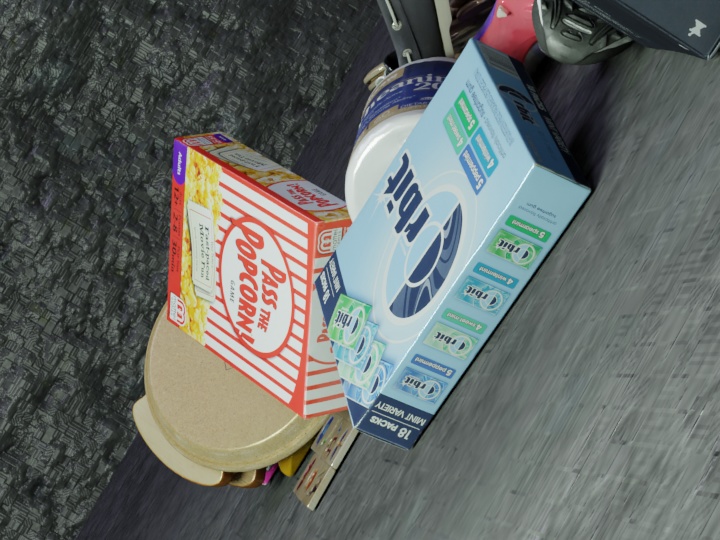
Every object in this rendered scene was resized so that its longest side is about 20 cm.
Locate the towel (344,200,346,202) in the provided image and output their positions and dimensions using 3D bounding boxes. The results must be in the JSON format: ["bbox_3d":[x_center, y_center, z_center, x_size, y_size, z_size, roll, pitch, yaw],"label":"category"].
[{"bbox_3d":[0.028,-0.079,1.749,0.145,0.024,0.200,-41,6,-4],"label":"towel"}]

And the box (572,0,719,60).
[{"bbox_3d":[0.119,-0.212,1.085,0.104,0.200,0.182,-58,7,7],"label":"box"}]

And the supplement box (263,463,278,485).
[{"bbox_3d":[-0.072,0.065,1.692,0.200,0.103,0.101,-57,7,6],"label":"supplement box"}]

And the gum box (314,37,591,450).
[{"bbox_3d":[0.049,-0.019,1.220,0.200,0.045,0.170,-57,25,23],"label":"gum box"}]

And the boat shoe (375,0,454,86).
[{"bbox_3d":[0.040,-0.161,1.514,0.073,0.063,0.200,-101,2,-58],"label":"boat shoe"}]

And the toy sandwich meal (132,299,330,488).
[{"bbox_3d":[-0.086,0.080,1.588,0.205,0.205,0.070,-60,-31,-3],"label":"toy sandwich meal"}]

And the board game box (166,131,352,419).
[{"bbox_3d":[-0.072,-0.001,1.465,0.200,0.046,0.152,30,123,49],"label":"board game box"}]

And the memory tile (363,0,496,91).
[{"bbox_3d":[0.095,-0.207,1.621,0.153,0.017,0.200,-28,-3,-33],"label":"memory tile"}]

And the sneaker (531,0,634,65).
[{"bbox_3d":[0.145,-0.161,1.272,0.200,0.074,0.079,-59,-6,-65],"label":"sneaker"}]

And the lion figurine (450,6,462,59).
[{"bbox_3d":[0.098,-0.223,1.816,0.123,0.072,0.200,121,174,-63],"label":"lion figurine"}]

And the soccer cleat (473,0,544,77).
[{"bbox_3d":[0.133,-0.198,1.514,0.077,0.067,0.200,-60,3,-41],"label":"soccer cleat"}]

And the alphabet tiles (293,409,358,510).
[{"bbox_3d":[0.008,0.081,1.442,0.200,0.008,0.167,-60,7,-4],"label":"alphabet tiles"}]

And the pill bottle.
[{"bbox_3d":[0.052,-0.085,1.396,0.111,0.111,0.200,-57,7,20],"label":"pill bottle"}]
